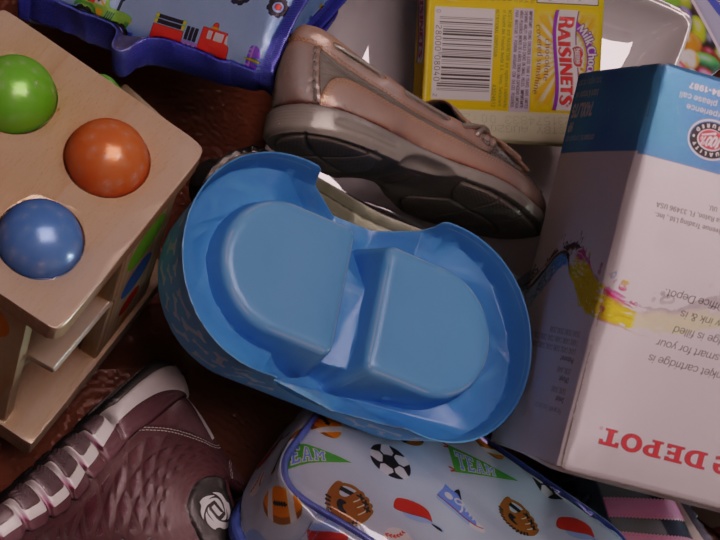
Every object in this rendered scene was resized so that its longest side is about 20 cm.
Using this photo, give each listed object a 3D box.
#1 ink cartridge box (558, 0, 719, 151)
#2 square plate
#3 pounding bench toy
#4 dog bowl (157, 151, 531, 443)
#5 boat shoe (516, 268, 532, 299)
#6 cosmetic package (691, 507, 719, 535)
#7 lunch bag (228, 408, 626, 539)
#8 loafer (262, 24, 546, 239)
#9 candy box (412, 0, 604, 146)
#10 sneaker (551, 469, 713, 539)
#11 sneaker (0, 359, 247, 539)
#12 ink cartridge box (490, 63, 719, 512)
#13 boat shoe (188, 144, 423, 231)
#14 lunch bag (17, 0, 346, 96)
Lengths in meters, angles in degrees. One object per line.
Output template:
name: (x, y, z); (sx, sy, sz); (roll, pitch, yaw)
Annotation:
ink cartridge box: (0.152, -0.147, 1.636); (0.200, 0.042, 0.119); (-38, 90, -32)
square plate: (0.060, -0.088, 1.549); (0.197, 0.028, 0.201); (23, 77, -7)
pounding bench toy: (-0.148, -0.047, 1.380); (0.124, 0.156, 0.200); (34, 60, 6)
dog bowl: (-0.011, 0.019, 1.380); (0.199, 0.050, 0.112); (23, 65, -26)
boat shoe: (0.165, -0.014, 1.517); (0.200, 0.074, 0.067); (-36, 100, -8)
cosmetic package: (0.284, 0.138, 1.561); (0.200, 0.087, 0.104); (40, 61, -7)
lunch bag: (0.042, 0.140, 1.426); (0.200, 0.076, 0.160); (36, 31, 0)
loafer: (0.031, -0.069, 1.451); (0.200, 0.072, 0.063); (22, 68, -46)
candy box: (0.081, -0.168, 1.512); (0.102, 0.026, 0.201); (2, 95, -18)
sneaker: (0.138, 0.154, 1.500); (0.082, 0.070, 0.200); (-33, 83, -21)
sneaker: (-0.126, 0.142, 1.382); (0.116, 0.076, 0.200); (49, 59, -4)
ink cartridge box: (0.170, 0.013, 1.407); (0.146, 0.146, 0.201); (15, 89, -12)
boat shoe: (0.000, 0.000, 1.461); (0.201, 0.061, 0.072); (35, 85, -22)
lunch bag: (-0.076, -0.177, 1.470); (0.150, 0.094, 0.200); (20, 56, 17)
